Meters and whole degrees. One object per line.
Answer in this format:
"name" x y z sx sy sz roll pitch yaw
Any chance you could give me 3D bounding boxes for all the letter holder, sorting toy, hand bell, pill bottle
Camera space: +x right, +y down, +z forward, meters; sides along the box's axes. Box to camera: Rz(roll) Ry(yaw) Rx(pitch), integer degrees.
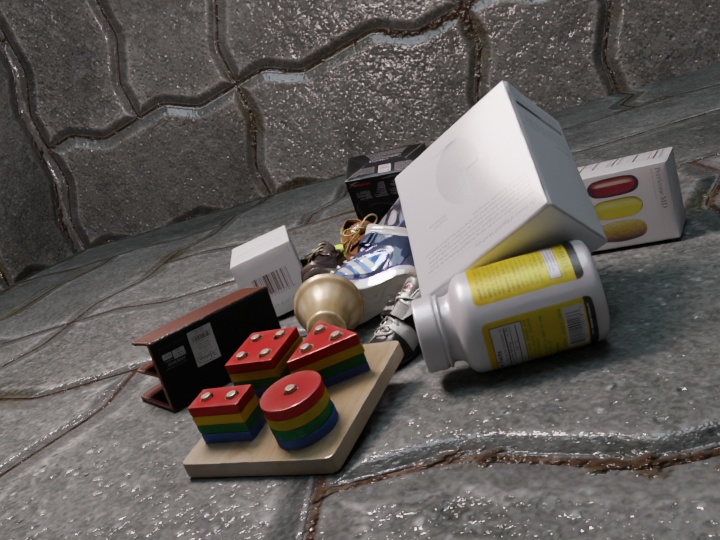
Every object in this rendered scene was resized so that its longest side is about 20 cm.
"letter holder" -0.235 0.109 1.146 0.198 0.102 0.141 -27 14 -34
"sorting toy" -0.079 0.129 0.849 0.196 0.071 0.200 -10 24 30
"hand bell" -0.048 0.096 1.022 0.102 0.106 0.201 -15 25 9
"pill bottle" 0.159 0.046 0.841 0.196 0.113 0.111 -16 13 7

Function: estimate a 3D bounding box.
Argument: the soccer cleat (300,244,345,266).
"soccer cleat" -0.037 -0.024 1.495 0.198 0.066 0.083 -5 16 45

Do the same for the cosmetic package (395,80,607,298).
"cosmetic package" 0.163 -0.076 0.946 0.199 0.122 0.203 -39 43 34

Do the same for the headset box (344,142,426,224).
"headset box" 0.069 -0.118 1.414 0.146 0.202 0.076 -9 42 14

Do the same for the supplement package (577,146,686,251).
"supplement package" 0.367 -0.099 1.147 0.197 0.116 0.109 -11 13 30

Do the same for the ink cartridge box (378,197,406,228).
"ink cartridge box" 0.086 -0.085 1.309 0.039 0.101 0.200 14 -41 -25

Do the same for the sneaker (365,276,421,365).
"sneaker" 0.057 0.059 0.987 0.198 0.090 0.073 -28 18 -33

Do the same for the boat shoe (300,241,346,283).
"boat shoe" -0.066 -0.006 1.328 0.074 0.074 0.200 -30 -8 9

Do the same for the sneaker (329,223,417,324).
"sneaker" 0.000 0.000 1.173 0.197 0.081 0.148 -19 38 12

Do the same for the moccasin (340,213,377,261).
"moccasin" 0.003 -0.053 1.317 0.072 0.079 0.202 -18 14 0

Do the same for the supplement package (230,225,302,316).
"supplement package" -0.163 0.005 1.409 0.115 0.119 0.200 -25 13 -2
